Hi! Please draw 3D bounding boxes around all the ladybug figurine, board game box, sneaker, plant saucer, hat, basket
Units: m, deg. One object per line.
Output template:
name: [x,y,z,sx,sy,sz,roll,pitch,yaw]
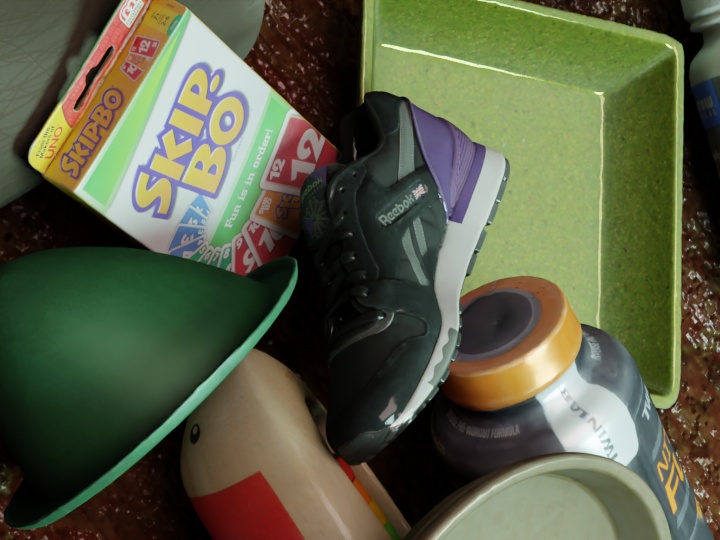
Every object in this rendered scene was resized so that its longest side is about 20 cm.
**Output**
ladybug figurine: [-0.018,0.130,1.383,0.072,0.136,0.200,-35,93,4]
board game box: [-0.076,-0.051,1.353,0.096,0.030,0.200,-59,148,-6]
sneaker: [0.000,0.000,1.380,0.087,0.076,0.200,34,44,-17]
plant saucer: [0.071,-0.036,1.511,0.199,0.048,0.201,10,74,-30]
plant saucer: [0.063,0.171,1.339,0.200,0.029,0.201,-20,123,-34]
hat: [-0.153,0.000,1.296,0.176,0.166,0.200,48,54,-10]
basket: [-0.152,-0.115,1.336,0.200,0.136,0.181,-26,128,-39]

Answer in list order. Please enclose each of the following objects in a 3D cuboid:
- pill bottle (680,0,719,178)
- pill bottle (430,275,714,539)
pill bottle: [0.242,-0.078,1.589,0.114,0.114,0.200,-17,89,-34]
pill bottle: [0.099,0.099,1.429,0.106,0.106,0.200,-49,129,-30]
